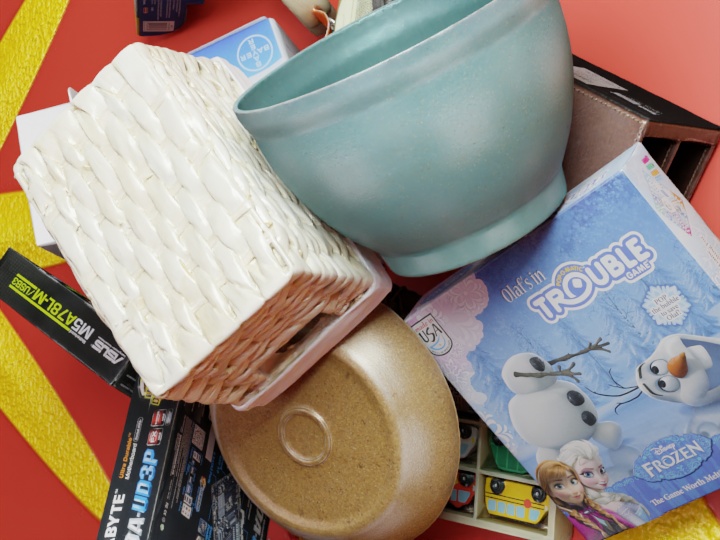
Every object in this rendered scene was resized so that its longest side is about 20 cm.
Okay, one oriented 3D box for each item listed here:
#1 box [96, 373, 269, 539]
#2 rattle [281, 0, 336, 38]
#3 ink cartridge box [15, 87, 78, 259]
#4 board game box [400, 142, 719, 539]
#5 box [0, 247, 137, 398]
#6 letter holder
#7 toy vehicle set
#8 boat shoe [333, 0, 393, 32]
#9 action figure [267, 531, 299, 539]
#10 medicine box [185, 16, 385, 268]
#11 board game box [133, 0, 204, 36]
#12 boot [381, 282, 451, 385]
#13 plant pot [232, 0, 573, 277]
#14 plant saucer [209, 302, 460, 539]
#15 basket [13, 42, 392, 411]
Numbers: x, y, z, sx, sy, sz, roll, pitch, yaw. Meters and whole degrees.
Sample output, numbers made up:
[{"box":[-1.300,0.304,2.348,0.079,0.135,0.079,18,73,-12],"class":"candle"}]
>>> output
[{"box":[-0.122,0.173,0.933,0.046,0.159,0.201,-7,55,23],"class":"box"},{"box":[-0.020,-0.242,0.977,0.142,0.131,0.200,-32,41,-6],"class":"rattle"},{"box":[-0.238,-0.072,1.100,0.067,0.200,0.118,-13,79,4],"class":"ink cartridge box"},{"box":[0.156,0.055,0.786,0.199,0.043,0.200,49,131,-4],"class":"board game box"},{"box":[-0.193,0.075,1.066,0.193,0.200,0.048,32,82,37],"class":"box"},{"box":[0.112,-0.074,0.861,0.200,0.100,0.143,36,114,35],"class":"letter holder"},{"box":[0.070,0.120,0.944,0.199,0.026,0.125,5,93,41],"class":"toy vehicle set"},{"box":[0.029,-0.229,0.937,0.066,0.072,0.203,-5,67,34],"class":"boat shoe"},{"box":[-0.092,0.228,1.058,0.199,0.065,0.100,29,118,37],"class":"action figure"},{"box":[-0.104,-0.061,1.000,0.181,0.103,0.201,-23,72,10],"class":"medicine box"},{"box":[-0.167,-0.324,1.081,0.200,0.061,0.202,151,116,-79],"class":"board game box"},{"box":[0.000,0.000,0.884,0.198,0.069,0.175,-15,115,6],"class":"boot"},{"box":[0.042,-0.081,0.748,0.199,0.200,0.135,-12,112,40],"class":"plant pot"},{"box":[-0.030,0.107,0.861,0.199,0.035,0.202,10,111,27],"class":"plant saucer"},{"box":[-0.100,-0.028,0.790,0.135,0.123,0.201,-42,72,16],"class":"basket"}]
